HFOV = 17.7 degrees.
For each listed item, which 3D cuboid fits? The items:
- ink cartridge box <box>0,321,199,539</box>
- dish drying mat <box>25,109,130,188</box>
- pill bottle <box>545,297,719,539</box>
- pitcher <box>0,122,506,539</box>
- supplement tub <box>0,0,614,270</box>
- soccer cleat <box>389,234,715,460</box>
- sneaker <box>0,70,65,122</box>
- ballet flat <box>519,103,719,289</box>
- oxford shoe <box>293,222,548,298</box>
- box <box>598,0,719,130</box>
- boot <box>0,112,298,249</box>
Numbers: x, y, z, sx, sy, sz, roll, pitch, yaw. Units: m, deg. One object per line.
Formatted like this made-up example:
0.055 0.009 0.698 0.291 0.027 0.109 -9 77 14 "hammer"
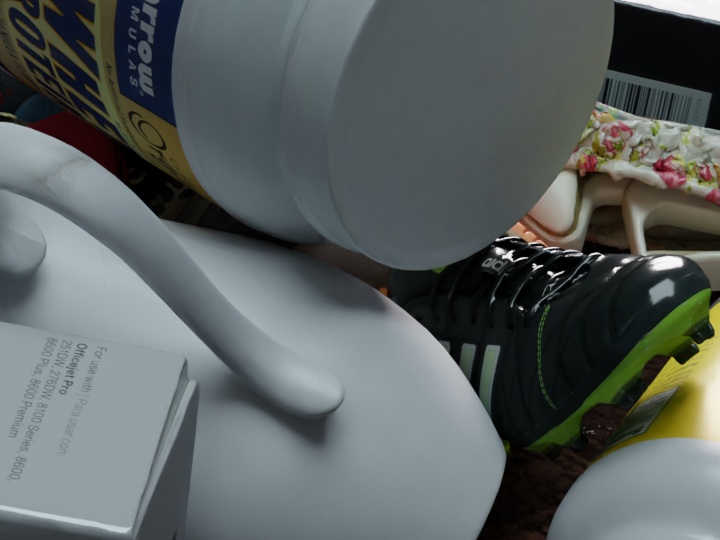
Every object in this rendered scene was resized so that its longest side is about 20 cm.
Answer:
-0.154 0.085 0.650 0.199 0.145 0.084 9 34 2 "ink cartridge box"
-0.175 -0.003 0.820 0.199 0.018 0.077 -22 34 5 "dish drying mat"
0.128 0.084 0.746 0.112 0.113 0.200 21 35 19 "pill bottle"
-0.051 0.033 0.709 0.200 0.172 0.121 32 70 -7 "pitcher"
-0.031 -0.096 0.752 0.144 0.145 0.200 -21 38 -37 "supplement tub"
0.051 0.019 0.772 0.067 0.200 0.081 -38 91 -20 "soccer cleat"
-0.189 -0.131 1.007 0.095 0.079 0.200 27 14 -47 "sneaker"
0.108 -0.029 0.951 0.199 0.076 0.064 9 58 10 "ballet flat"
0.000 0.000 0.911 0.200 0.071 0.073 24 60 23 "oxford shoe"
0.138 -0.110 1.062 0.199 0.104 0.182 14 31 8 "box"
-0.093 -0.046 0.879 0.153 0.074 0.204 23 69 28 "boot"
